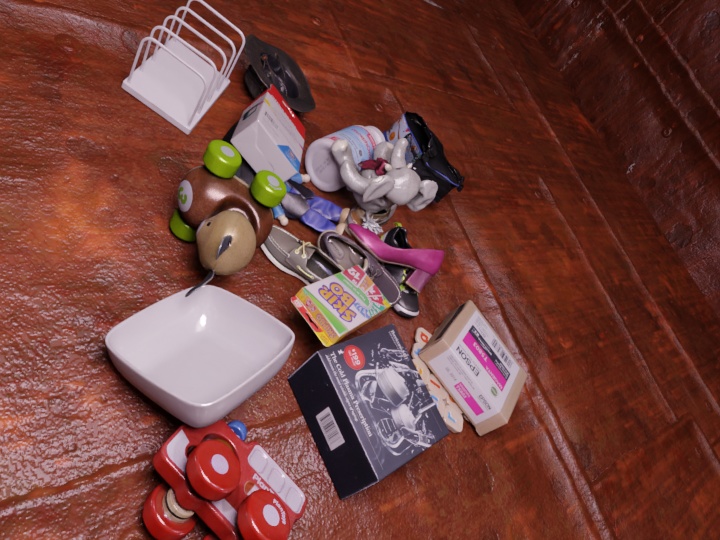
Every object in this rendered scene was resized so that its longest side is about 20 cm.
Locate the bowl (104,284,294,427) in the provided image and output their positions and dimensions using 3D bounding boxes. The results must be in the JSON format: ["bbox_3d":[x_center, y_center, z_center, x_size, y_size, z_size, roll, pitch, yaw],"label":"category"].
[{"bbox_3d":[-0.207,0.114,0.716,0.196,0.077,0.199,25,34,22],"label":"bowl"}]

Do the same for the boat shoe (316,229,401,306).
[{"bbox_3d":[0.000,0.000,1.014,0.199,0.072,0.065,43,-2,-9],"label":"boat shoe"}]

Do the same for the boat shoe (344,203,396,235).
[{"bbox_3d":[0.038,-0.137,1.170,0.075,0.068,0.200,46,41,-2],"label":"boat shoe"}]

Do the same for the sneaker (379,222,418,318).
[{"bbox_3d":[0.084,-0.006,1.100,0.070,0.083,0.205,6,56,-37],"label":"sneaker"}]

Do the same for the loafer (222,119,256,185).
[{"bbox_3d":[-0.223,-0.189,0.989,0.072,0.072,0.205,32,47,-39],"label":"loafer"}]

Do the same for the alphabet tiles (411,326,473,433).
[{"bbox_3d":[0.171,0.211,1.065,0.194,0.015,0.203,38,42,-16],"label":"alphabet tiles"}]

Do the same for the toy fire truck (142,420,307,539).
[{"bbox_3d":[-0.160,0.271,0.675,0.200,0.112,0.168,46,16,-2],"label":"toy fire truck"}]

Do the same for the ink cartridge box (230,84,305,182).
[{"bbox_3d":[-0.165,-0.253,1.006,0.117,0.066,0.203,50,21,-29],"label":"ink cartridge box"}]

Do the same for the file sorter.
[{"bbox_3d":[-0.319,-0.388,1.005,0.137,0.124,0.203,33,44,-16],"label":"file sorter"}]

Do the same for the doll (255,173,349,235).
[{"bbox_3d":[-0.118,-0.138,1.049,0.196,0.048,0.139,27,53,-15],"label":"doll"}]

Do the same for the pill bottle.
[{"bbox_3d":[-0.025,-0.250,1.170,0.109,0.109,0.199,49,41,2],"label":"pill bottle"}]

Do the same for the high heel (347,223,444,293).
[{"bbox_3d":[0.068,-0.051,1.041,0.198,0.067,0.097,38,86,-18],"label":"high heel"}]

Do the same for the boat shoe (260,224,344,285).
[{"bbox_3d":[-0.095,-0.018,0.968,0.200,0.060,0.073,41,41,-10],"label":"boat shoe"}]

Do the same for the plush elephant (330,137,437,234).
[{"bbox_3d":[0.052,-0.175,1.025,0.161,0.153,0.207,1,79,-41],"label":"plush elephant"}]

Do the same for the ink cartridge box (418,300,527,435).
[{"bbox_3d":[0.227,0.187,1.067,0.202,0.075,0.164,52,38,-1],"label":"ink cartridge box"}]

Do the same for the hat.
[{"bbox_3d":[-0.188,-0.393,1.150,0.199,0.080,0.204,38,32,-29],"label":"hat"}]

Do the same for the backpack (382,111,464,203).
[{"bbox_3d":[0.133,-0.267,1.285,0.198,0.152,0.195,27,41,-51],"label":"backpack"}]

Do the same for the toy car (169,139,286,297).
[{"bbox_3d":[-0.211,-0.055,0.789,0.155,0.165,0.203,30,32,-19],"label":"toy car"}]

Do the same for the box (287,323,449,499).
[{"bbox_3d":[0.014,0.214,0.856,0.179,0.104,0.204,-12,68,-46],"label":"box"}]

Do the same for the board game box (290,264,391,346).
[{"bbox_3d":[-0.027,0.052,0.885,0.096,0.030,0.198,50,33,10],"label":"board game box"}]
